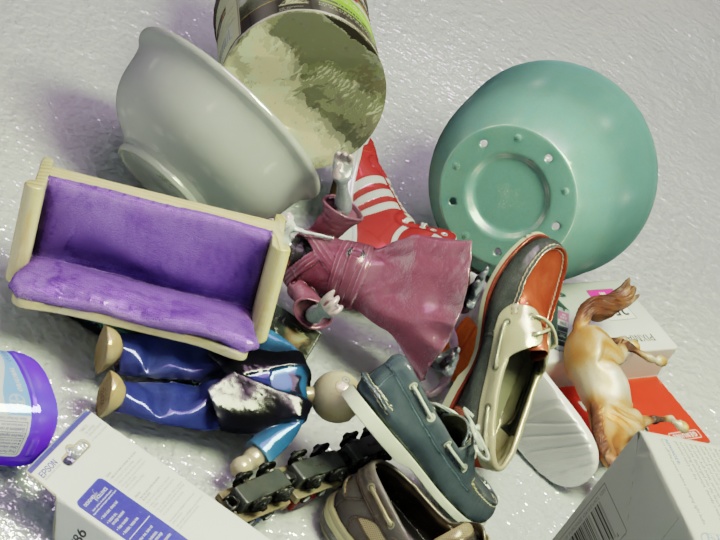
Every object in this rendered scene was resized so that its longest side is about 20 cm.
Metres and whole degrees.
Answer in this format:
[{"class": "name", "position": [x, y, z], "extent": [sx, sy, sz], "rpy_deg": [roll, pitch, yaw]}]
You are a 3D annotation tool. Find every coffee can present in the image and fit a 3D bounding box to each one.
[{"class": "coffee can", "position": [-0.057, -0.193, 1.968], "extent": [0.146, 0.147, 0.200], "rpy_deg": [23, 21, -15]}]

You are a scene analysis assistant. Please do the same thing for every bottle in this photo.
[{"class": "bottle", "position": [-0.303, 0.086, 1.464], "extent": [0.199, 0.065, 0.084], "rpy_deg": [8, 34, -35]}]

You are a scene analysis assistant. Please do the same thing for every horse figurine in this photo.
[{"class": "horse figurine", "position": [0.221, 0.100, 1.883], "extent": [0.132, 0.050, 0.201], "rpy_deg": [13, 54, -43]}]

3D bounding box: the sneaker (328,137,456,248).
[{"class": "sneaker", "position": [0.028, -0.042, 1.922], "extent": [0.112, 0.071, 0.200], "rpy_deg": [12, 42, -6]}]

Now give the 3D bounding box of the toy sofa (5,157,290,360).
[{"class": "toy sofa", "position": [-0.156, -0.009, 1.624], "extent": [0.199, 0.083, 0.098], "rpy_deg": [14, 24, -5]}]

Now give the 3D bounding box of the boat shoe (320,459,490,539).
[{"class": "boat shoe", "position": [0.058, 0.217, 1.599], "extent": [0.200, 0.073, 0.074], "rpy_deg": [40, 32, 12]}]

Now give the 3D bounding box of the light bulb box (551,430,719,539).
[{"class": "light bulb box", "position": [0.252, 0.239, 1.623], "extent": [0.199, 0.198, 0.125], "rpy_deg": [13, 37, -31]}]

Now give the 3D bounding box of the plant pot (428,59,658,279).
[{"class": "plant pot", "position": [0.151, -0.077, 1.947], "extent": [0.200, 0.201, 0.161], "rpy_deg": [37, 20, 8]}]

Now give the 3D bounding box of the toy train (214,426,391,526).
[{"class": "toy train", "position": [-0.042, 0.154, 1.627], "extent": [0.034, 0.046, 0.200], "rpy_deg": [51, 32, 16]}]

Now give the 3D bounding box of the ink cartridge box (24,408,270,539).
[{"class": "ink cartridge box", "position": [-0.135, 0.184, 1.507], "extent": [0.200, 0.039, 0.099], "rpy_deg": [36, 31, 4]}]

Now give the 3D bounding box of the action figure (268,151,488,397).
[{"class": "action figure", "position": [0.000, 0.000, 1.788], "extent": [0.199, 0.149, 0.134], "rpy_deg": [20, 70, 7]}]

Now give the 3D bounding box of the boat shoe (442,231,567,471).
[{"class": "boat shoe", "position": [0.125, 0.065, 1.765], "extent": [0.062, 0.201, 0.071], "rpy_deg": [13, -15, 48]}]

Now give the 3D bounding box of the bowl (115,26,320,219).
[{"class": "bowl", "position": [-0.136, -0.100, 1.816], "extent": [0.201, 0.090, 0.201], "rpy_deg": [40, -13, 11]}]

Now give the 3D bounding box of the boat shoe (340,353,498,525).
[{"class": "boat shoe", "position": [0.058, 0.128, 1.664], "extent": [0.200, 0.062, 0.075], "rpy_deg": [47, 5, -39]}]

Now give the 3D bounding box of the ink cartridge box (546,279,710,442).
[{"class": "ink cartridge box", "position": [0.210, 0.086, 1.952], "extent": [0.200, 0.044, 0.174], "rpy_deg": [-3, 45, -44]}]

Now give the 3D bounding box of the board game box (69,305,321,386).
[{"class": "board game box", "position": [-0.138, 0.035, 1.723], "extent": [0.200, 0.028, 0.135], "rpy_deg": [32, 32, 0]}]

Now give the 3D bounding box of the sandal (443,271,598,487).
[{"class": "sandal", "position": [0.133, 0.092, 1.848], "extent": [0.207, 0.079, 0.059], "rpy_deg": [54, 29, 13]}]

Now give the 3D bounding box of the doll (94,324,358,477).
[{"class": "doll", "position": [-0.095, 0.091, 1.630], "extent": [0.199, 0.049, 0.137], "rpy_deg": [6, 54, -19]}]
